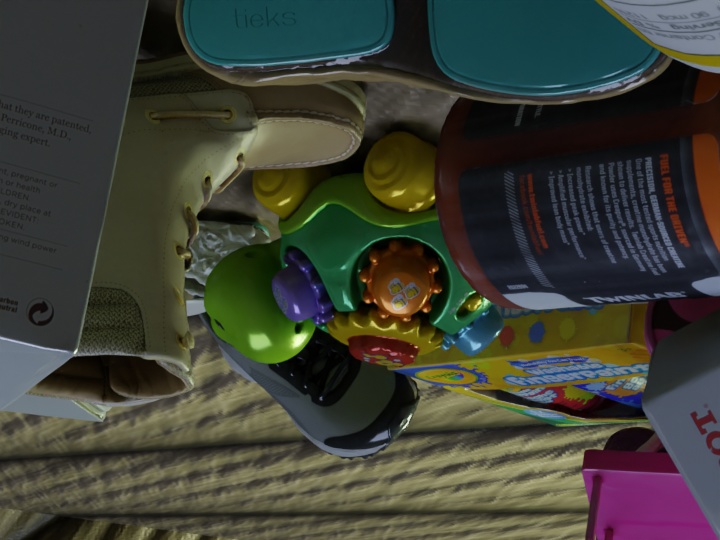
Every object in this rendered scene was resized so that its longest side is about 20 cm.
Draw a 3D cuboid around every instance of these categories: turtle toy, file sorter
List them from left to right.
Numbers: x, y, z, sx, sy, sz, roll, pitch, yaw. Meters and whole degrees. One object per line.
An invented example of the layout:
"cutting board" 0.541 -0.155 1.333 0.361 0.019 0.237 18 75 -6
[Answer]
"turtle toy" 0.000 0.000 0.903 0.198 0.102 0.145 -3 160 37
"file sorter" 0.187 0.204 0.846 0.137 0.126 0.201 0 137 19

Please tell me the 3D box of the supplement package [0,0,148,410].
"supplement package" -0.177 -0.079 0.544 0.189 0.202 0.147 15 164 -19

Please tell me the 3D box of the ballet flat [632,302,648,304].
"ballet flat" 0.140 -0.015 0.861 0.198 0.070 0.069 18 162 -33

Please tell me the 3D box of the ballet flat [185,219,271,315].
"ballet flat" -0.150 -0.005 1.039 0.198 0.073 0.072 5 164 16

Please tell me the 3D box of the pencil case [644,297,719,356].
"pencil case" 0.205 0.047 0.832 0.090 0.094 0.200 28 172 32

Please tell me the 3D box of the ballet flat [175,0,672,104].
"ballet flat" 0.027 -0.102 0.639 0.198 0.070 0.063 6 -168 18

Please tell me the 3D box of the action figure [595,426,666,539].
"action figure" 0.177 0.140 1.025 0.149 0.134 0.200 44 -179 -15

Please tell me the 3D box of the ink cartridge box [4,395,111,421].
"ink cartridge box" -0.229 -0.003 0.936 0.198 0.147 0.088 5 163 15

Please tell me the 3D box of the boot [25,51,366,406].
"boot" -0.079 -0.019 0.735 0.198 0.157 0.073 0 153 -26

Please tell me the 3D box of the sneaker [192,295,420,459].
"sneaker" -0.043 0.058 1.090 0.199 0.074 0.079 30 170 40

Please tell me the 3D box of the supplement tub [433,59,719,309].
"supplement tub" 0.133 -0.041 0.679 0.199 0.108 0.106 -5 159 42

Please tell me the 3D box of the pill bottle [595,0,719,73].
"pill bottle" 0.087 -0.119 0.417 0.113 0.116 0.199 -5 160 39

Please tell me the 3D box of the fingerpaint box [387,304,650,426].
"fingerpaint box" 0.144 0.043 1.025 0.166 0.074 0.199 21 160 -38

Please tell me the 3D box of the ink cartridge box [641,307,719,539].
"ink cartridge box" 0.234 0.058 0.675 0.199 0.145 0.085 -29 -173 22
